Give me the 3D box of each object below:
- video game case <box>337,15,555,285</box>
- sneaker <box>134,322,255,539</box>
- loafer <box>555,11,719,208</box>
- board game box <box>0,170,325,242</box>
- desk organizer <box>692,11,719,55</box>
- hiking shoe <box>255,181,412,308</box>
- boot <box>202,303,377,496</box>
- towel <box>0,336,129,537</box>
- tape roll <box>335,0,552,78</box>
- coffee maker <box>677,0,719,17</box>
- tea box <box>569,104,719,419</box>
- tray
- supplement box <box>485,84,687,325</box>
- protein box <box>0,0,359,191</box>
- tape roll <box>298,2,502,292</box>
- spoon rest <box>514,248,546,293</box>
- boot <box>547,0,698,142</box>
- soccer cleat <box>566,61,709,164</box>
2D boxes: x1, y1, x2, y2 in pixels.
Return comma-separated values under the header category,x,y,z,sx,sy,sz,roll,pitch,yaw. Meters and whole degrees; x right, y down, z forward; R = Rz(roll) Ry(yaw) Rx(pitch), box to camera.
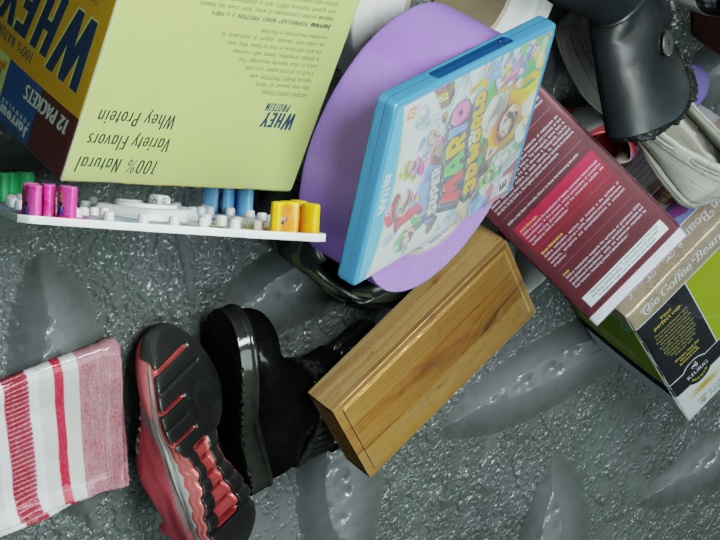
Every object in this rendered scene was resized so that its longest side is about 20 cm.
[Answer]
category,x,y,z,sx,sy,sz,roll,pitch,yaw
video game case,0.062,-0.085,1.404,0.199,0.018,0.144,-30,143,-47
sneaker,-0.153,0.138,1.607,0.074,0.086,0.202,-36,119,-48
loafer,0.241,-0.141,1.675,0.070,0.200,0.070,-33,-166,50
board game box,-0.143,-0.045,1.352,0.198,0.200,0.026,4,95,-18
desk organizer,0.385,-0.261,1.780,0.199,0.072,0.077,-30,138,-21
hiking shoe,0.000,0.000,1.613,0.199,0.101,0.076,24,104,-48
boot,-0.042,0.080,1.650,0.157,0.080,0.212,-24,144,-17
towel,-0.267,0.143,1.547,0.199,0.023,0.145,-22,132,-28
tape roll,0.055,-0.219,1.521,0.201,0.071,0.204,-24,133,-28
coffee maker,0.302,-0.275,1.597,0.134,0.200,0.193,-25,134,-26
tea box,0.296,-0.011,1.841,0.200,0.134,0.197,-44,140,-6
tray,0.053,0.066,1.648,0.200,0.037,0.099,-45,140,-15
supplement box,0.156,-0.065,1.645,0.109,0.061,0.200,-44,103,6
protein box,-0.123,-0.175,1.347,0.197,0.135,0.201,0,119,-42
tape roll,0.042,-0.088,1.462,0.200,0.065,0.201,-44,151,-32
spoon rest,0.144,-0.020,1.742,0.199,0.099,0.061,-35,117,-3
boot,0.197,-0.176,1.534,0.200,0.076,0.170,-39,121,-58
soccer cleat,0.233,-0.124,1.744,0.199,0.076,0.067,-21,132,-29
